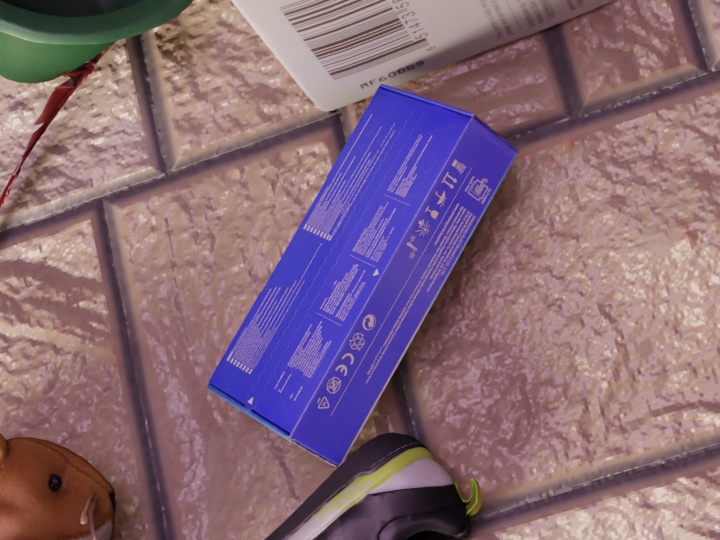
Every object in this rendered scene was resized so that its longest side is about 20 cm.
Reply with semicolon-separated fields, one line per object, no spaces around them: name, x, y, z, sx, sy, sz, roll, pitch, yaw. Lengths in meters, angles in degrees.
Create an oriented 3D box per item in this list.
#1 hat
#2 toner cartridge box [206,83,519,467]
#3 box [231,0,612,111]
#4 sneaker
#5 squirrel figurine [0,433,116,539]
hat;-0.196;-0.134;1.240;0.199;0.177;0.166;-29;60;-32
toner cartridge box;0.000;0.000;1.104;0.095;0.043;0.201;25;84;54
box;0.019;-0.225;1.095;0.198;0.199;0.173;-21;70;9
sneaker;-0.017;0.176;1.068;0.200;0.072;0.083;-47;68;2
squirrel figurine;-0.222;0.184;1.102;0.198;0.142;0.189;0;69;15
